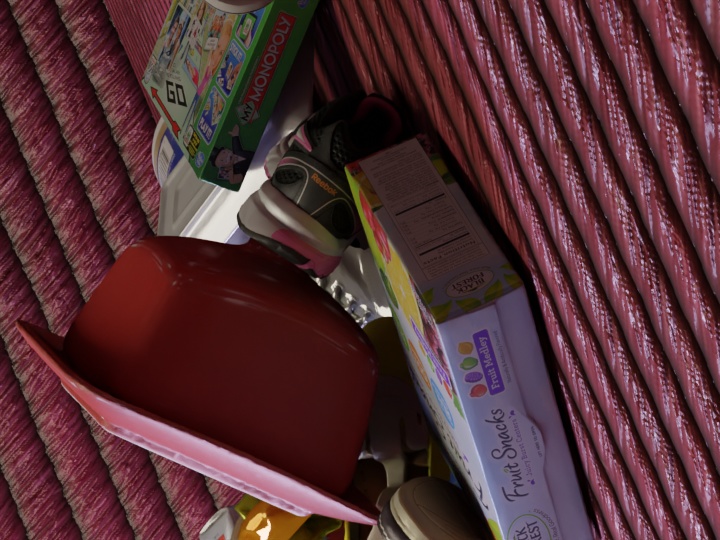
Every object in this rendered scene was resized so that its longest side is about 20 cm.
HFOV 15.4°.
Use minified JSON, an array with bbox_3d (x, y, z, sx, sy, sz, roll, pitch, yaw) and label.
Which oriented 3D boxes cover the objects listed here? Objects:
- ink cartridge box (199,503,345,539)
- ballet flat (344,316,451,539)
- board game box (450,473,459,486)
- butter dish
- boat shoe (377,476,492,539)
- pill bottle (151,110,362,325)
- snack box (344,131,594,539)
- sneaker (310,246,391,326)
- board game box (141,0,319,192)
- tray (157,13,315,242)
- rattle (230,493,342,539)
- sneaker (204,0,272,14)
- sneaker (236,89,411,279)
[{"bbox_3d":[0.003,0.234,1.703,0.050,0.162,0.200,-49,59,42],"label":"ink cartridge box"},{"bbox_3d":[0.018,0.123,1.529,0.067,0.067,0.201,36,-127,-77],"label":"ballet flat"},{"bbox_3d":[0.065,0.154,1.778,0.151,0.037,0.200,180,69,-83],"label":"board game box"},{"bbox_3d":[-0.068,0.035,1.481,0.199,0.148,0.200,26,180,-19],"label":"butter dish"},{"bbox_3d":[0.055,0.163,1.470,0.072,0.065,0.200,54,-167,22],"label":"boat shoe"},{"bbox_3d":[-0.059,-0.038,1.769,0.200,0.119,0.120,-120,10,-51],"label":"pill bottle"},{"bbox_3d":[0.058,0.048,1.376,0.142,0.053,0.200,-118,7,-50],"label":"snack box"},{"bbox_3d":[0.000,0.000,1.620,0.073,0.071,0.200,82,164,-67],"label":"sneaker"},{"bbox_3d":[-0.083,-0.144,1.645,0.135,0.029,0.200,-68,21,14],"label":"board game box"},{"bbox_3d":[-0.083,-0.070,1.656,0.200,0.022,0.108,-50,29,43],"label":"tray"},{"bbox_3d":[-0.004,0.215,1.592,0.143,0.130,0.201,172,84,-72],"label":"rattle"},{"bbox_3d":[-0.081,-0.227,1.490,0.079,0.078,0.201,102,157,-71],"label":"sneaker"},{"bbox_3d":[-0.002,-0.060,1.463,0.080,0.086,0.200,36,-163,-7],"label":"sneaker"}]
